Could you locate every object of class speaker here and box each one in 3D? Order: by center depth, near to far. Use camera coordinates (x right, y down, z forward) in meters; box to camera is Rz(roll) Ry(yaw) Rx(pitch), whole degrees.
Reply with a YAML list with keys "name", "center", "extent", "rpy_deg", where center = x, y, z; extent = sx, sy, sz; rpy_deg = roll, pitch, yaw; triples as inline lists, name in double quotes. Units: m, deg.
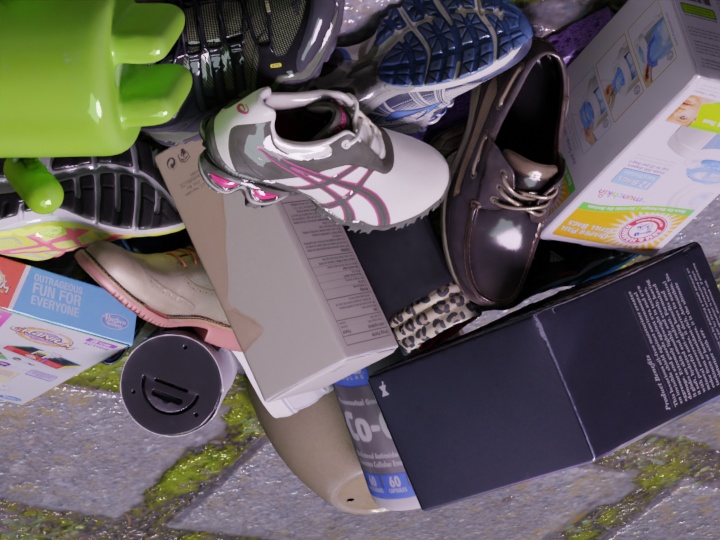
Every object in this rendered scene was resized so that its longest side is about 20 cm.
- name: "speaker"
  center: [-0.143, 0.082, 1.769]
  extent: [0.081, 0.081, 0.200]
  rpy_deg: [-13, -177, 2]

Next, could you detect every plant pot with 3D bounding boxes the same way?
- name: "plant pot"
  center: [0.007, 0.135, 1.950]
  extent: [0.200, 0.135, 0.200]
  rpy_deg: [-8, 148, -5]

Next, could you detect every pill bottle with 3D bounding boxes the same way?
- name: "pill bottle"
  center: [0.033, 0.084, 1.809]
  extent: [0.114, 0.200, 0.114]
  rpy_deg: [-18, -167, 4]

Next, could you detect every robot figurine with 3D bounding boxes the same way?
- name: "robot figurine"
  center: [-0.215, -0.132, 1.444]
  extent: [0.200, 0.116, 0.176]
  rpy_deg: [0, 117, 9]

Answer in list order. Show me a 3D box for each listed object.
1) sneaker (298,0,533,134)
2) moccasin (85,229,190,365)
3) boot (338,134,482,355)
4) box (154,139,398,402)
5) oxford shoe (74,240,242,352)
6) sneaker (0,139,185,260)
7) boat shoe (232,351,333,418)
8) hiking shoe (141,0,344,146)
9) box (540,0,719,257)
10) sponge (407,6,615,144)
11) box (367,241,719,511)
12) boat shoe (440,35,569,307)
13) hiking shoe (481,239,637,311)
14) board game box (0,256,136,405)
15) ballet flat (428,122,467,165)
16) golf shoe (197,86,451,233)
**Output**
- name: "sneaker"
  center: [0.037, -0.141, 1.590]
  extent: [0.200, 0.077, 0.085]
  rpy_deg: [-17, 156, 24]
- name: "moccasin"
  center: [-0.167, 0.005, 1.743]
  extent: [0.080, 0.068, 0.200]
  rpy_deg: [0, 146, -20]
- name: "boot"
  center: [-0.001, 0.000, 1.687]
  extent: [0.073, 0.154, 0.204]
  rpy_deg: [-22, 173, -39]
- name: "box"
  center: [-0.060, -0.013, 1.611]
  extent: [0.078, 0.200, 0.095]
  rpy_deg: [-28, 170, 25]
- name: "oxford shoe"
  center: [-0.135, 0.001, 1.661]
  extent: [0.074, 0.071, 0.200]
  rpy_deg: [-53, 147, 10]
- name: "sneaker"
  center: [-0.218, -0.047, 1.647]
  extent: [0.200, 0.078, 0.090]
  rpy_deg: [1, 152, -6]
- name: "boat shoe"
  center: [-0.075, 0.044, 1.812]
  extent: [0.068, 0.072, 0.200]
  rpy_deg: [-23, 127, 4]
- name: "hiking shoe"
  center: [-0.100, -0.152, 1.509]
  extent: [0.200, 0.076, 0.101]
  rpy_deg: [-32, 147, 30]
- name: "box"
  center: [0.214, -0.110, 1.606]
  extent: [0.112, 0.101, 0.200]
  rpy_deg: [9, 142, -31]
- name: "sponge"
  center: [0.127, -0.120, 1.684]
  extent: [0.200, 0.030, 0.112]
  rpy_deg: [-26, 147, 21]
- name: "box"
  center: [0.151, 0.083, 1.689]
  extent: [0.198, 0.123, 0.200]
  rpy_deg: [-20, 177, -41]
- name: "boat shoe"
  center: [0.105, -0.071, 1.583]
  extent: [0.074, 0.200, 0.073]
  rpy_deg: [4, -175, -18]
- name: "hiking shoe"
  center: [0.149, -0.004, 1.838]
  extent: [0.200, 0.074, 0.087]
  rpy_deg: [-16, 161, 19]
- name: "board game box"
  center: [-0.286, 0.046, 1.724]
  extent: [0.153, 0.040, 0.200]
  rpy_deg: [18, 154, -29]
- name: "ballet flat"
  center: [0.095, -0.052, 1.710]
  extent: [0.067, 0.046, 0.200]
  rpy_deg: [-16, 151, 5]
- name: "golf shoe"
  center: [-0.012, -0.079, 1.529]
  extent: [0.200, 0.077, 0.088]
  rpy_deg: [5, 151, -32]
